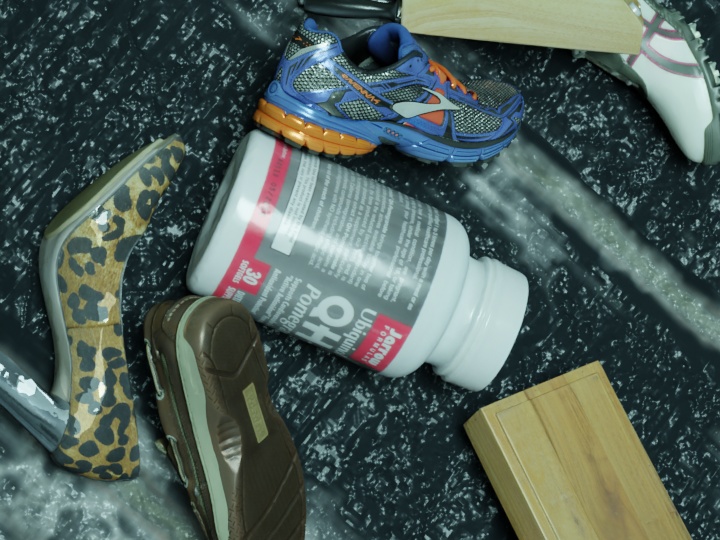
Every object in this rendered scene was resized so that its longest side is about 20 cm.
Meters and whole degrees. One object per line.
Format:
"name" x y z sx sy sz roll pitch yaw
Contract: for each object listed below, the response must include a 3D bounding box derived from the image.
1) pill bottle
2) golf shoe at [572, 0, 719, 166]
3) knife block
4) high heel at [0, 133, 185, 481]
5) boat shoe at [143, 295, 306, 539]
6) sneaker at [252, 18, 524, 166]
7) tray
"pill bottle" 0.000 0.000 0.991 0.199 0.111 0.112 24 81 -10
"golf shoe" 0.183 -0.154 1.075 0.087 0.077 0.201 -25 86 2
"knife block" 0.060 -0.178 1.015 0.175 0.064 0.200 -37 102 21
"high heel" -0.142 0.026 0.986 0.143 0.071 0.200 45 77 -17
"boat shoe" -0.088 0.108 0.985 0.075 0.074 0.204 -30 117 -47
"sneaker" 0.030 -0.113 0.993 0.199 0.075 0.079 -2 116 -39
"tray" 0.155 0.167 1.017 0.098 0.037 0.201 -19 74 -26
